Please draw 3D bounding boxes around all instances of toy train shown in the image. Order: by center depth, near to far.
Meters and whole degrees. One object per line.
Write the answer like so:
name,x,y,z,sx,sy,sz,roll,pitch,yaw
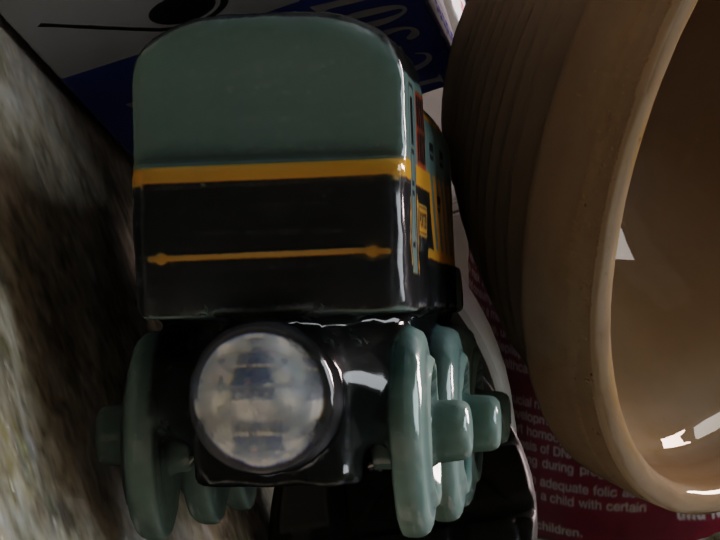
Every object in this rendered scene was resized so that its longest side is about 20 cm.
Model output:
toy train,-0.010,0.002,0.693,0.200,0.085,0.115,7,83,-83

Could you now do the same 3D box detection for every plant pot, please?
plant pot,0.087,-0.046,0.780,0.092,0.201,0.201,26,-24,34

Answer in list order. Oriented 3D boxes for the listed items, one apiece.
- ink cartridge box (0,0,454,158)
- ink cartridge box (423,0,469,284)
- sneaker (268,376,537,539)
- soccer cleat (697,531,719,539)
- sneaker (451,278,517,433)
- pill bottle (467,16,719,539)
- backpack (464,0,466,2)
ink cartridge box,-0.039,-0.083,0.723,0.200,0.094,0.044,51,22,-71
ink cartridge box,0.023,-0.010,1.067,0.200,0.085,0.148,63,11,-50
sneaker,0.018,0.118,0.823,0.079,0.075,0.201,88,-6,-76
soccer cleat,0.063,0.095,0.759,0.078,0.199,0.069,62,-31,4
sneaker,0.000,0.000,0.898,0.085,0.072,0.201,-66,136,-74
pill bottle,0.090,0.011,0.917,0.114,0.113,0.201,-83,172,-75
backpack,0.043,-0.155,1.141,0.178,0.199,0.151,62,31,-60
